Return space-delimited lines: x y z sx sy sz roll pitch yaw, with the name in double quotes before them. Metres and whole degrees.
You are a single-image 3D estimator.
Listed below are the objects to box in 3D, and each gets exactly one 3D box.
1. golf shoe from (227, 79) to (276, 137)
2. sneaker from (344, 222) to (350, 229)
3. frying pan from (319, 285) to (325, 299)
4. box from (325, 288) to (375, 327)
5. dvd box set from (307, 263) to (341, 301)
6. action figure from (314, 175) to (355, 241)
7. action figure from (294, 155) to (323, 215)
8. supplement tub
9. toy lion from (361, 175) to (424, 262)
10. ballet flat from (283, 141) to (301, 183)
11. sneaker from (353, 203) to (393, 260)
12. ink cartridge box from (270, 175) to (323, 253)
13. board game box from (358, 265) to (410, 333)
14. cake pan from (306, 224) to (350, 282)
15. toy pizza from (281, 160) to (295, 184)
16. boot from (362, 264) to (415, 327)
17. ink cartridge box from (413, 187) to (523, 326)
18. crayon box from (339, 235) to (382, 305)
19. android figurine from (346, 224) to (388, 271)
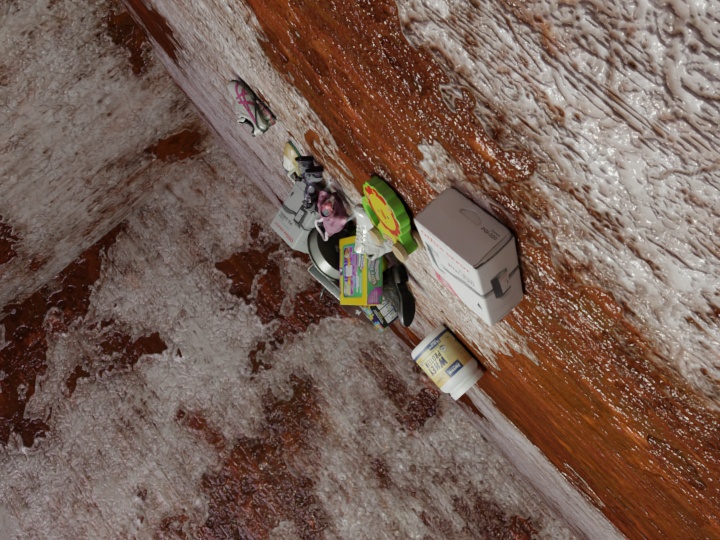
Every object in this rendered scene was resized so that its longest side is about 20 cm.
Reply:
"golf shoe" -0.343 -0.485 1.710 0.200 0.092 0.073 49 175 16
"sneaker" -0.098 -0.168 1.954 0.076 0.079 0.200 53 171 -30
"frying pan" -0.098 0.011 2.024 0.031 0.191 0.115 17 171 -10
"box" 0.013 0.073 2.030 0.164 0.166 0.200 29 -173 -36
"dvd box set" -0.081 0.017 1.842 0.146 0.029 0.200 44 -163 1
"action figure" -0.095 -0.175 1.650 0.134 0.149 0.200 55 -172 2
"action figure" -0.154 -0.249 1.712 0.200 0.069 0.131 98 152 -56
"supplement tub" 0.273 0.289 1.802 0.200 0.144 0.144 47 173 14
"toy lion" 0.056 -0.126 1.281 0.192 0.068 0.200 61 169 -29
"ballet flat" -0.211 -0.329 1.842 0.069 0.063 0.200 46 173 30
"sneaker" 0.020 -0.090 1.512 0.078 0.099 0.200 43 171 43
"ink cartridge box" -0.183 -0.179 1.862 0.145 0.201 0.083 44 -163 33
"board game box" 0.083 0.096 1.865 0.057 0.165 0.200 45 172 33
"cake pan" -0.077 -0.060 1.794 0.037 0.200 0.201 -34 100 39
"toy pizza" -0.207 -0.315 2.047 0.200 0.032 0.200 50 174 7
"boot" 0.068 0.083 1.712 0.069 0.173 0.201 8 -111 -51
"ink cartridge box" 0.180 -0.018 0.934 0.146 0.085 0.200 44 170 35
"crayon box" 0.000 0.000 1.671 0.172 0.058 0.202 -5 85 62
"android figurine" 0.026 -0.062 1.895 0.182 0.041 0.200 41 169 50
